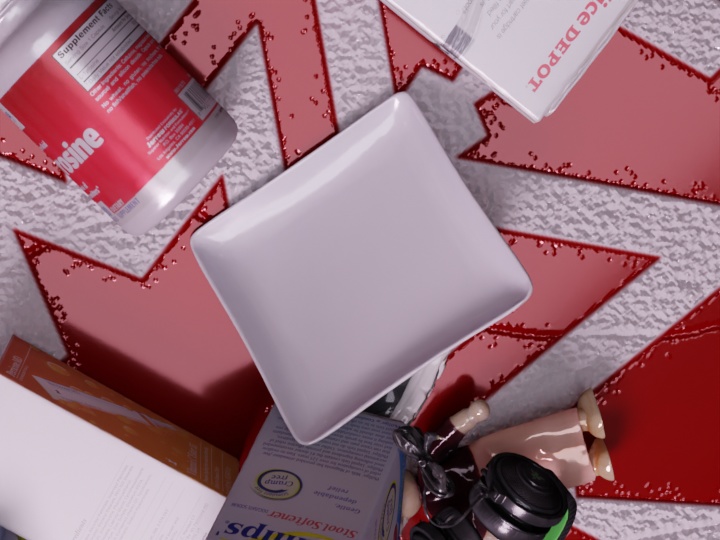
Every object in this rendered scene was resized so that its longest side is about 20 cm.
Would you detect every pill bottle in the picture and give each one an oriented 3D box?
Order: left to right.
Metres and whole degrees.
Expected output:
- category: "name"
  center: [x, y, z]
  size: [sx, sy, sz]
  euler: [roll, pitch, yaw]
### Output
- category: "pill bottle"
  center: [-0.190, -0.130, 1.310]
  size: [0.112, 0.112, 0.200]
  euler: [-45, 100, 4]

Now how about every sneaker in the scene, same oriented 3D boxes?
- category: "sneaker"
  center: [0.025, 0.054, 1.389]
  size: [0.084, 0.074, 0.201]
  euler: [30, 93, 5]

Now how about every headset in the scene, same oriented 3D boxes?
- category: "headset"
  center: [0.081, 0.173, 1.333]
  size: [0.123, 0.200, 0.094]
  euler: [-41, 59, 2]

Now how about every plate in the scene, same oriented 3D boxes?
- category: "plate"
  center: [0.000, 0.000, 1.341]
  size: [0.199, 0.032, 0.201]
  euler: [-34, 61, 3]

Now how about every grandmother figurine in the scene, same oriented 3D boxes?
- category: "grandmother figurine"
  center: [0.089, 0.156, 1.413]
  size: [0.198, 0.061, 0.123]
  euler: [-14, 97, 1]

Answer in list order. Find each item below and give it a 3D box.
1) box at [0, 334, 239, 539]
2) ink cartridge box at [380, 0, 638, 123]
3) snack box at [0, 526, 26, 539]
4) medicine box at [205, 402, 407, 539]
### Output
- category: "box"
  center: [-0.194, 0.147, 1.353]
  size: [0.199, 0.124, 0.098]
  euler: [29, 96, -9]
- category: "ink cartridge box"
  center: [0.090, -0.224, 1.329]
  size: [0.199, 0.083, 0.146]
  euler: [37, 95, -10]
- category: "snack box"
  center: [-0.252, 0.261, 1.330]
  size: [0.052, 0.200, 0.144]
  euler: [-20, 101, -3]
- category: "medicine box"
  center: [-0.042, 0.224, 1.307]
  size: [0.102, 0.201, 0.184]
  euler: [11, 124, 10]
